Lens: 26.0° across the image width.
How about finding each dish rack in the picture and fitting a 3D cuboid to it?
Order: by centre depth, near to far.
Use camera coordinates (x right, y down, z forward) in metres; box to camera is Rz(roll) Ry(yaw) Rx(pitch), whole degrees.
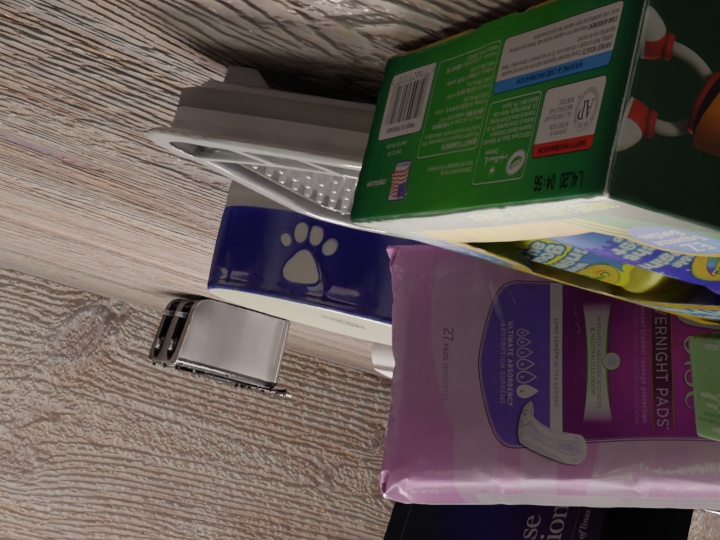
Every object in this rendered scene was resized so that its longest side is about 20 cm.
[{"bbox_3d":[0.014,-0.049,0.742,0.172,0.044,0.200,10,173,25],"label":"dish rack"}]

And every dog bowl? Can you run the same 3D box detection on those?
[{"bbox_3d":[0.000,0.000,1.055,0.200,0.079,0.200,14,174,1],"label":"dog bowl"}]

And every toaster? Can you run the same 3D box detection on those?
[{"bbox_3d":[-0.214,0.117,2.447,0.200,0.119,0.181,17,174,-20],"label":"toaster"}]

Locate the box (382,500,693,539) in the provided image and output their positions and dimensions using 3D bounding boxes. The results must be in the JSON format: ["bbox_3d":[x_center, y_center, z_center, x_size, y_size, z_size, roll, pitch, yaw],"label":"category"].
[{"bbox_3d":[0.092,0.128,0.813,0.141,0.200,0.079,-12,138,43],"label":"box"}]

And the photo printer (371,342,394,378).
[{"bbox_3d":[0.135,0.118,1.879,0.166,0.069,0.200,19,172,-37],"label":"photo printer"}]

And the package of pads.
[{"bbox_3d":[0.109,0.047,0.707,0.200,0.121,0.076,-1,169,16],"label":"package of pads"}]

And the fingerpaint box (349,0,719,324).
[{"bbox_3d":[0.111,-0.030,0.541,0.167,0.073,0.200,15,174,-21],"label":"fingerpaint box"}]

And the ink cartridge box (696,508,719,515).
[{"bbox_3d":[0.288,0.076,0.781,0.200,0.145,0.145,17,173,-32],"label":"ink cartridge box"}]

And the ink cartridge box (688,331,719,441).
[{"bbox_3d":[0.244,0.034,0.584,0.200,0.048,0.146,-6,-178,-12],"label":"ink cartridge box"}]
